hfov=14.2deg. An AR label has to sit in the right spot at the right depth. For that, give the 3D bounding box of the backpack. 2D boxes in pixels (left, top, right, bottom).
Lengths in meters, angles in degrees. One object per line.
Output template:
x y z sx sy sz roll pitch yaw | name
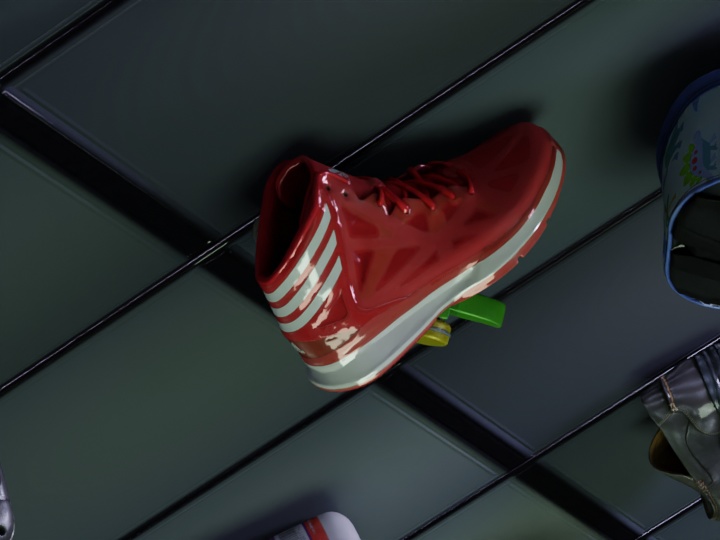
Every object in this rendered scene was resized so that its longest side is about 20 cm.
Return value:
0.272 -0.056 1.676 0.199 0.148 0.183 0 148 -1 | backpack

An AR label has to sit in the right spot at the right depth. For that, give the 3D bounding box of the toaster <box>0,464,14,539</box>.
-0.275 0.094 1.436 0.199 0.181 0.119 -11 152 -27 | toaster

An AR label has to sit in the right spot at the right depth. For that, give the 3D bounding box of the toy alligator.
0.000 0.000 1.659 0.200 0.060 0.054 20 167 -40 | toy alligator

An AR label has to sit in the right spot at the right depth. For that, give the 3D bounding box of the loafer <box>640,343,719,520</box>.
0.239 0.122 2.065 0.072 0.073 0.200 -17 143 -1 | loafer

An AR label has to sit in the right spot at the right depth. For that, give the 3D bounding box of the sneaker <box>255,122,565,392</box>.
0.024 -0.037 1.584 0.200 0.078 0.116 -47 124 -23 | sneaker

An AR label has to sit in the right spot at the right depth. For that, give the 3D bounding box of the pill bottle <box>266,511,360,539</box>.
-0.078 0.250 1.945 0.199 0.113 0.113 -25 153 -5 | pill bottle
